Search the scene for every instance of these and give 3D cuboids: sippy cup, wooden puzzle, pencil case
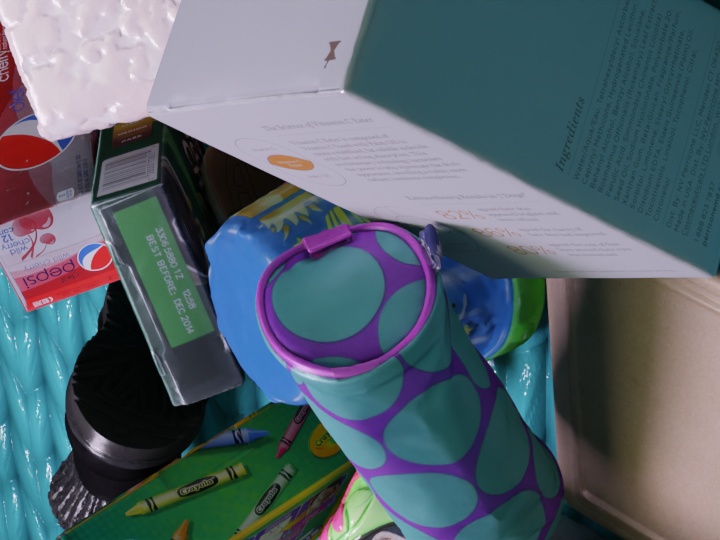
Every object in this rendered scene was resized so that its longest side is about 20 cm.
[{"bbox_3d":[0.000,0.000,1.215,0.178,0.130,0.140,65,153,4],"label":"sippy cup"},{"bbox_3d":[0.155,0.067,1.148,0.200,0.037,0.186,35,141,46],"label":"wooden puzzle"},{"bbox_3d":[0.027,0.059,1.121,0.200,0.085,0.093,58,-159,-49],"label":"pencil case"}]

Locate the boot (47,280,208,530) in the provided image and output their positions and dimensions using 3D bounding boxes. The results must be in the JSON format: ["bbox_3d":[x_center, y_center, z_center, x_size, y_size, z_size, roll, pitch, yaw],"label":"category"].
[{"bbox_3d":[-0.142,0.112,1.462,0.079,0.211,0.158,17,112,-3],"label":"boot"}]

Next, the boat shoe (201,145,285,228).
[{"bbox_3d":[-0.026,0.016,1.338,0.200,0.072,0.065,53,147,3],"label":"boat shoe"}]

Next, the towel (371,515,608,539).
[{"bbox_3d":[0.114,0.170,1.195,0.200,0.132,0.035,29,110,43],"label":"towel"}]

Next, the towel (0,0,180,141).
[{"bbox_3d":[-0.097,-0.177,1.218,0.199,0.032,0.192,-15,103,18],"label":"towel"}]

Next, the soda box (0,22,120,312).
[{"bbox_3d":[-0.173,-0.069,1.386,0.200,0.070,0.064,-102,-9,-51],"label":"soda box"}]

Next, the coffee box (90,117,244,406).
[{"bbox_3d":[-0.102,-0.024,1.333,0.200,0.044,0.123,-98,-12,-69],"label":"coffee box"}]

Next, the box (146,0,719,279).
[{"bbox_3d":[0.042,-0.079,1.022,0.200,0.107,0.152,25,166,-32],"label":"box"}]

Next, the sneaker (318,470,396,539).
[{"bbox_3d":[0.015,0.177,1.392,0.084,0.077,0.200,29,156,7],"label":"sneaker"}]

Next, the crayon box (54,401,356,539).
[{"bbox_3d":[-0.091,0.150,1.409,0.058,0.200,0.119,49,147,15],"label":"crayon box"}]
